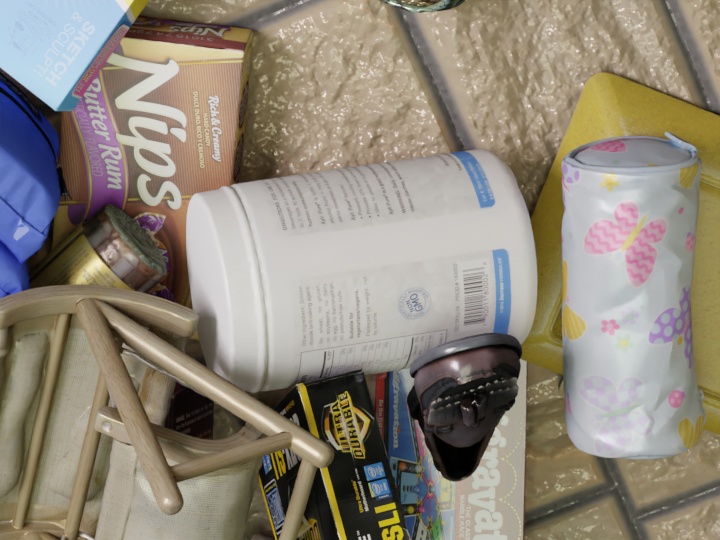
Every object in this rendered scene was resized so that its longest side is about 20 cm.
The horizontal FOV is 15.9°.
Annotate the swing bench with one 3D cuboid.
[{"bbox_3d":[-0.141,0.139,1.546,0.129,0.200,0.200,-13,133,-38],"label":"swing bench"}]

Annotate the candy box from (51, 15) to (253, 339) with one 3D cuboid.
[{"bbox_3d":[-0.136,-0.061,1.664,0.116,0.057,0.201,8,112,1],"label":"candy box"}]

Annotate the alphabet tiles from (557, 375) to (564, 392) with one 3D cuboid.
[{"bbox_3d":[0.216,0.014,1.695,0.166,0.006,0.201,23,111,-4],"label":"alphabet tiles"}]

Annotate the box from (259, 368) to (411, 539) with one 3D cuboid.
[{"bbox_3d":[-0.016,0.160,1.632,0.049,0.200,0.161,-12,80,-14],"label":"box"}]

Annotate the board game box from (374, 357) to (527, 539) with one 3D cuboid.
[{"bbox_3d":[0.060,0.148,1.717,0.102,0.019,0.201,1,93,2],"label":"board game box"}]

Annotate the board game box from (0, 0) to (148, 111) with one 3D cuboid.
[{"bbox_3d":[-0.183,-0.222,1.579,0.153,0.040,0.200,37,99,5],"label":"board game box"}]

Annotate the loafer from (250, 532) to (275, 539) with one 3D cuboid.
[{"bbox_3d":[-0.083,0.210,1.758,0.199,0.072,0.063,-12,104,11],"label":"loafer"}]

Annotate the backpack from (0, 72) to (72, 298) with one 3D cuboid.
[{"bbox_3d":[-0.270,-0.054,1.600,0.167,0.200,0.163,-33,120,10],"label":"backpack"}]

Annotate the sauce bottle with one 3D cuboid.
[{"bbox_3d":[-0.212,0.043,1.637,0.200,0.065,0.065,-41,103,12],"label":"sauce bottle"}]

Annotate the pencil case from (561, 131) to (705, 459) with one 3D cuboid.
[{"bbox_3d":[0.170,0.017,1.594,0.090,0.083,0.201,-4,107,-2],"label":"pencil case"}]

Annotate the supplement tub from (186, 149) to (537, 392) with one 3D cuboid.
[{"bbox_3d":[0.000,0.000,1.610,0.199,0.132,0.133,-8,111,-13],"label":"supplement tub"}]

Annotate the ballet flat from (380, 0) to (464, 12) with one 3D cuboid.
[{"bbox_3d":[-0.021,-0.212,1.593,0.199,0.074,0.075,17,111,-3],"label":"ballet flat"}]

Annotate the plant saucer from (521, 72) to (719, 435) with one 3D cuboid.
[{"bbox_3d":[0.205,0.000,1.656,0.199,0.048,0.201,20,106,-4],"label":"plant saucer"}]

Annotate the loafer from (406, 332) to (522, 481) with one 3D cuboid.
[{"bbox_3d":[0.068,0.086,1.602,0.071,0.200,0.063,-12,78,-6],"label":"loafer"}]

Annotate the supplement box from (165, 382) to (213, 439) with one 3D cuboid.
[{"bbox_3d":[-0.162,0.169,1.704,0.110,0.086,0.201,4,97,16],"label":"supplement box"}]
